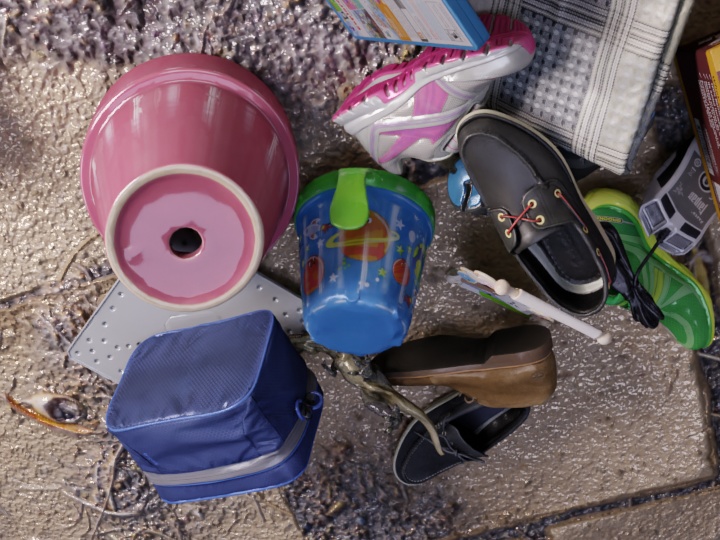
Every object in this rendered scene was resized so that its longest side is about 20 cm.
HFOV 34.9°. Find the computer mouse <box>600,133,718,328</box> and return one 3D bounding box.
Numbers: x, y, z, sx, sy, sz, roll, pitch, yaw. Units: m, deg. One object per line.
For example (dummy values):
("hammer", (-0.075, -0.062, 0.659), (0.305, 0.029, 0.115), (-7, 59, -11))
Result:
("computer mouse", (0.289, -0.054, 1.052), (0.110, 0.044, 0.200), (44, 78, -14))

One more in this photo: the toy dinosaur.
("toy dinosaur", (0.015, 0.116, 1.119), (0.199, 0.088, 0.048), (40, 89, -2))

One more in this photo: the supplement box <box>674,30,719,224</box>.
("supplement box", (0.354, -0.107, 0.925), (0.131, 0.200, 0.200), (-17, 99, 10))

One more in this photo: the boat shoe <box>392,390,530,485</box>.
("boat shoe", (0.108, 0.175, 1.231), (0.074, 0.063, 0.200), (36, 117, -25))

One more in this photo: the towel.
("towel", (0.165, -0.201, 0.925), (0.192, 0.034, 0.202), (34, 129, 30))

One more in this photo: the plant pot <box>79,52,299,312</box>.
("plant pot", (-0.145, -0.063, 0.974), (0.196, 0.180, 0.203), (-3, 116, -5))

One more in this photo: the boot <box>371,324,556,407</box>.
("boot", (0.101, 0.108, 1.156), (0.197, 0.074, 0.076), (-6, 118, 23))

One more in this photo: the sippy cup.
("sippy cup", (0.000, 0.000, 1.044), (0.138, 0.132, 0.177), (-23, 137, 35))

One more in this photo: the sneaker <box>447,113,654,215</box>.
("sneaker", (0.174, -0.108, 1.023), (0.198, 0.074, 0.081), (-23, 162, 30))

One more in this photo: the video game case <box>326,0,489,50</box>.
("video game case", (0.005, -0.233, 0.880), (0.018, 0.199, 0.143), (-47, 119, -10))

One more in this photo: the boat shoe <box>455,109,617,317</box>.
("boat shoe", (0.148, -0.047, 0.955), (0.073, 0.063, 0.202), (-26, 116, 32))

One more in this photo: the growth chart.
("growth chart", (0.149, 0.029, 1.073), (0.143, 0.200, 0.018), (24, 89, -12))

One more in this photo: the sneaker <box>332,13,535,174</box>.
("sneaker", (0.073, -0.146, 0.975), (0.198, 0.082, 0.089), (-21, 116, 41))

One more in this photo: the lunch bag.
("lunch bag", (-0.128, 0.138, 1.110), (0.197, 0.137, 0.133), (-12, 128, 25))

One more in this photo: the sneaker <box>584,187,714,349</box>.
("sneaker", (0.265, 0.010, 1.104), (0.200, 0.074, 0.084), (46, 76, -19))

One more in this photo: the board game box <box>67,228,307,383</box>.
("board game box", (-0.166, 0.060, 1.166), (0.198, 0.026, 0.200), (30, 118, -21))
